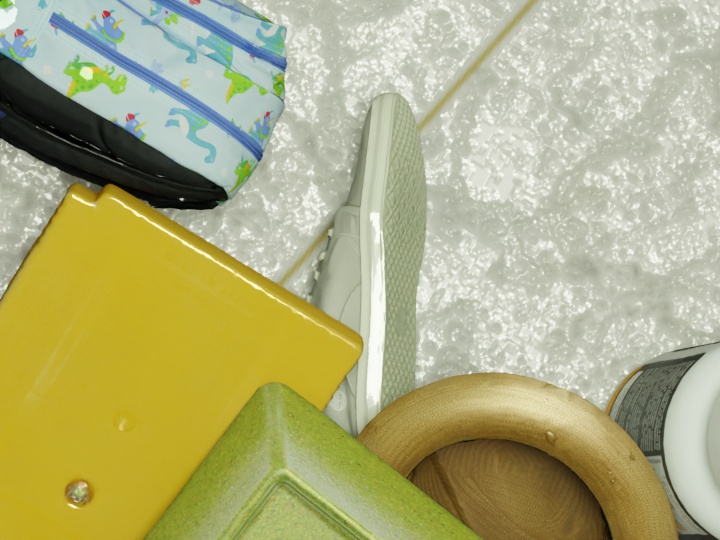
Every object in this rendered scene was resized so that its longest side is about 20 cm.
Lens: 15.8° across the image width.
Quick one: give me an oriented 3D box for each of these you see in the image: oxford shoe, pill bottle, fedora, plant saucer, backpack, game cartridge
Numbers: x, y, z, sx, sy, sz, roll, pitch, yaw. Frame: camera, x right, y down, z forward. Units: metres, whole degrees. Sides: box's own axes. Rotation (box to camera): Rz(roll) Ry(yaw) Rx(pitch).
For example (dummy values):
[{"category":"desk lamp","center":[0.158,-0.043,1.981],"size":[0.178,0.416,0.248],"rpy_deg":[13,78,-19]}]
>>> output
[{"category":"oxford shoe","center":[0.000,0.000,1.417],"size":[0.058,0.075,0.201],"rpy_deg":[1,81,25]},{"category":"pill bottle","center":[0.205,0.093,1.379],"size":[0.116,0.200,0.117],"rpy_deg":[1,85,-11]},{"category":"fedora","center":[0.079,0.135,1.393],"size":[0.200,0.082,0.201],"rpy_deg":[3,113,7]},{"category":"plant saucer","center":[-0.029,0.193,1.319],"size":[0.199,0.048,0.200],"rpy_deg":[38,90,0]},{"category":"backpack","center":[-0.135,-0.108,1.353],"size":[0.200,0.163,0.154],"rpy_deg":[41,71,-13]},{"category":"game cartridge","center":[-0.123,0.074,1.362],"size":[0.176,0.032,0.200],"rpy_deg":[32,101,-8]}]
